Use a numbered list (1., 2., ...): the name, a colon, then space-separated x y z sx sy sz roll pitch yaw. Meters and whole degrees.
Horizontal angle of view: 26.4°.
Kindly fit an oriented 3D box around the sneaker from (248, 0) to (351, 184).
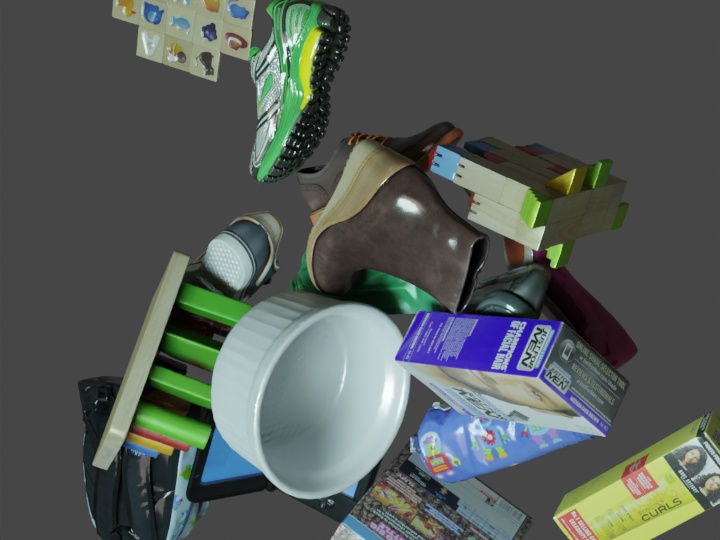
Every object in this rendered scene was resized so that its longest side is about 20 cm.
1. sneaker: -0.075 -0.181 1.541 0.085 0.078 0.201 26 112 22

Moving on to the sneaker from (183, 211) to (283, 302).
1. sneaker: -0.137 0.000 1.648 0.079 0.079 0.200 50 148 0

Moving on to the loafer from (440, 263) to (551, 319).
1. loafer: 0.133 0.039 1.503 0.072 0.063 0.200 39 161 -9

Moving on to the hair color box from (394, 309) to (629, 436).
1. hair color box: 0.139 0.094 1.437 0.109 0.065 0.200 40 157 -32

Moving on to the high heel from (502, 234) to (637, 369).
1. high heel: 0.203 0.007 1.505 0.067 0.096 0.201 172 83 -71

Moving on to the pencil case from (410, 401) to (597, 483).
1. pencil case: 0.149 0.155 1.566 0.199 0.078 0.087 -23 93 32

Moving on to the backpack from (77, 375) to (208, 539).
1. backpack: -0.244 0.229 1.768 0.162 0.154 0.201 7 93 21

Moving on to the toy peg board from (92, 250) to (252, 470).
1. toy peg board: -0.194 0.111 1.604 0.097 0.201 0.199 21 160 -8

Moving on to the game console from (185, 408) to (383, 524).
1. game console: -0.073 0.191 1.669 0.175 0.116 0.201 26 121 14

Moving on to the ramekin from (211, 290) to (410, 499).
1. ramekin: -0.054 0.117 1.530 0.098 0.200 0.201 21 123 47

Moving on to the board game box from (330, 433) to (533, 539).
1. board game box: 0.064 0.291 1.595 0.159 0.200 0.097 36 123 9

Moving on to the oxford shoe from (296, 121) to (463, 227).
1. oxford shoe: 0.013 -0.108 1.524 0.200 0.071 0.073 -27 93 33

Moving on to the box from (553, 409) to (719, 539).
1. box: 0.293 0.222 1.539 0.200 0.050 0.075 -35 94 34

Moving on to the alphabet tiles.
1. alphabet tiles: -0.179 -0.301 1.571 0.166 0.006 0.201 19 119 18

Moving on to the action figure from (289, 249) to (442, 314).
1. action figure: 0.000 0.000 1.578 0.199 0.055 0.119 -11 93 41

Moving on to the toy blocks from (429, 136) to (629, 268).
1. toy blocks: 0.149 -0.078 1.411 0.136 0.200 0.100 27 113 28

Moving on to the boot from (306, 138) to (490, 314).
1. boot: 0.032 -0.009 1.453 0.166 0.072 0.200 44 138 25
